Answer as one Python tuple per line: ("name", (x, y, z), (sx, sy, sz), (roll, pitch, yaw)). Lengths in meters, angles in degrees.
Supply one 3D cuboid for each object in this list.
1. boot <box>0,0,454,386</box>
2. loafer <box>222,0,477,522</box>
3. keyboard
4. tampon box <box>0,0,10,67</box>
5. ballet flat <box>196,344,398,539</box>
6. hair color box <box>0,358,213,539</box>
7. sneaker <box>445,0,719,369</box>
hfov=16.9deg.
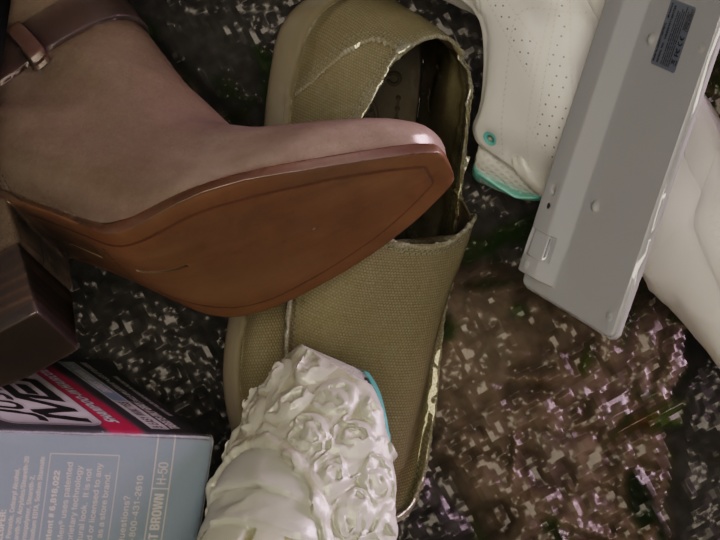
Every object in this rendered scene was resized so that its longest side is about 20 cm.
("boot", (-0.080, -0.049, 0.825), (0.199, 0.070, 0.147), (-21, 52, 2))
("loafer", (0.000, 0.000, 0.846), (0.075, 0.068, 0.202), (1, 90, -34))
("keyboard", (0.100, -0.079, 0.805), (0.011, 0.056, 0.201), (8, 105, -40))
("tampon box", (-0.193, -0.096, 0.755), (0.125, 0.201, 0.151), (-11, 130, 7))
("ballet flat", (-0.028, 0.122, 0.777), (0.071, 0.072, 0.202), (3, 83, -2))
("hair color box", (-0.160, 0.065, 0.795), (0.199, 0.099, 0.061), (3, 101, -30))
("sneaker", (0.085, -0.040, 0.867), (0.088, 0.075, 0.201), (-27, 85, 10))
